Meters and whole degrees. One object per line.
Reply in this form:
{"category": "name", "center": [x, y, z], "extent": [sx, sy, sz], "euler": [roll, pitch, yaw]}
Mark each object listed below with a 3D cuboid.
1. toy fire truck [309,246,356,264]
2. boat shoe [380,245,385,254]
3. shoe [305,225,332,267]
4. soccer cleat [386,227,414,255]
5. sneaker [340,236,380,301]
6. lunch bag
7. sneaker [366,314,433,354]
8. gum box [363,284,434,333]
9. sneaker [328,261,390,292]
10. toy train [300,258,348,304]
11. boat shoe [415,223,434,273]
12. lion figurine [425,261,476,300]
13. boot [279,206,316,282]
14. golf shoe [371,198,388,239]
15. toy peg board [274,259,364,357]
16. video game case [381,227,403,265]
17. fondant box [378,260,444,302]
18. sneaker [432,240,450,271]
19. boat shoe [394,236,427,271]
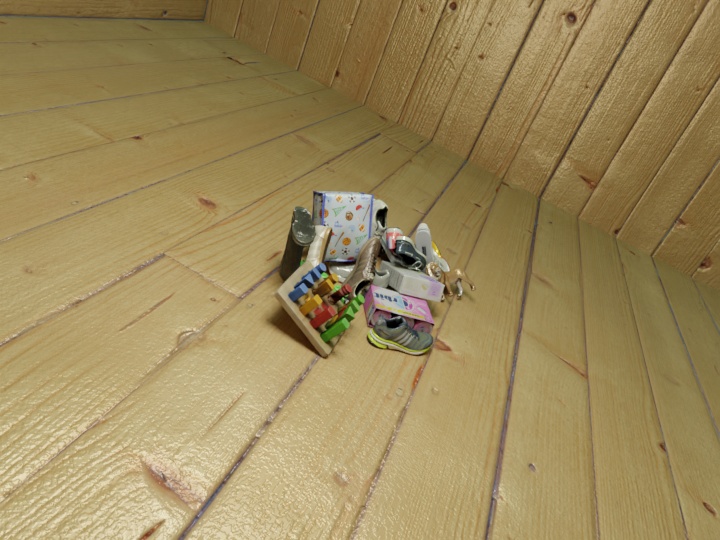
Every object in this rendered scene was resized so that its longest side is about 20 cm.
{"category": "toy fire truck", "center": [-0.091, -0.077, 1.803], "extent": [0.175, 0.131, 0.199], "euler": [34, 48, 28]}
{"category": "boat shoe", "center": [0.000, -0.110, 1.966], "extent": [0.199, 0.075, 0.066], "euler": [42, 53, 1]}
{"category": "shoe", "center": [-0.128, -0.027, 1.601], "extent": [0.052, 0.205, 0.070], "euler": [15, -6, 3]}
{"category": "soccer cleat", "center": [0.132, -0.073, 1.896], "extent": [0.067, 0.075, 0.200], "euler": [-2, -20, 24]}
{"category": "sneaker", "center": [0.019, 0.003, 1.665], "extent": [0.075, 0.203, 0.070], "euler": [25, -6, 36]}
{"category": "lunch bag", "center": [-0.058, -0.128, 1.699], "extent": [0.166, 0.205, 0.124], "euler": [-2, 12, -21]}
{"category": "sneaker", "center": [0.119, 0.172, 1.564], "extent": [0.196, 0.082, 0.074], "euler": [10, 31, -27]}
{"category": "gum box", "center": [0.113, 0.123, 1.657], "extent": [0.196, 0.067, 0.114], "euler": [16, 28, -18]}
{"category": "sneaker", "center": [0.000, 0.000, 1.748], "extent": [0.196, 0.093, 0.076], "euler": [22, 27, -7]}
{"category": "toy train", "center": [-0.113, 0.036, 1.654], "extent": [0.199, 0.042, 0.056], "euler": [40, 41, 26]}
{"category": "boat shoe", "center": [0.209, -0.063, 1.917], "extent": [0.069, 0.204, 0.070], "euler": [-2, 34, 10]}
{"category": "lion figurine", "center": [0.298, 0.026, 1.914], "extent": [0.197, 0.072, 0.125], "euler": [-6, 71, -43]}
{"category": "boot", "center": [-0.179, -0.048, 1.568], "extent": [0.071, 0.203, 0.183], "euler": [17, 30, -14]}
{"category": "golf shoe", "center": [0.043, -0.126, 1.858], "extent": [0.077, 0.205, 0.097], "euler": [4, 11, -26]}
{"category": "toy peg board", "center": [-0.088, 0.072, 1.459], "extent": [0.201, 0.097, 0.200], "euler": [52, 28, -8]}
{"category": "video game case", "center": [0.109, -0.083, 1.966], "extent": [0.142, 0.018, 0.202], "euler": [29, 28, -49]}
{"category": "fondant box", "center": [0.154, 0.032, 1.787], "extent": [0.141, 0.060, 0.200], "euler": [14, 10, -21]}
{"category": "sneaker", "center": [0.256, -0.013, 2.018], "extent": [0.081, 0.079, 0.202], "euler": [-21, 52, -11]}
{"category": "boat shoe", "center": [0.158, -0.039, 1.810], "extent": [0.073, 0.063, 0.200], "euler": [5, -21, 24]}
